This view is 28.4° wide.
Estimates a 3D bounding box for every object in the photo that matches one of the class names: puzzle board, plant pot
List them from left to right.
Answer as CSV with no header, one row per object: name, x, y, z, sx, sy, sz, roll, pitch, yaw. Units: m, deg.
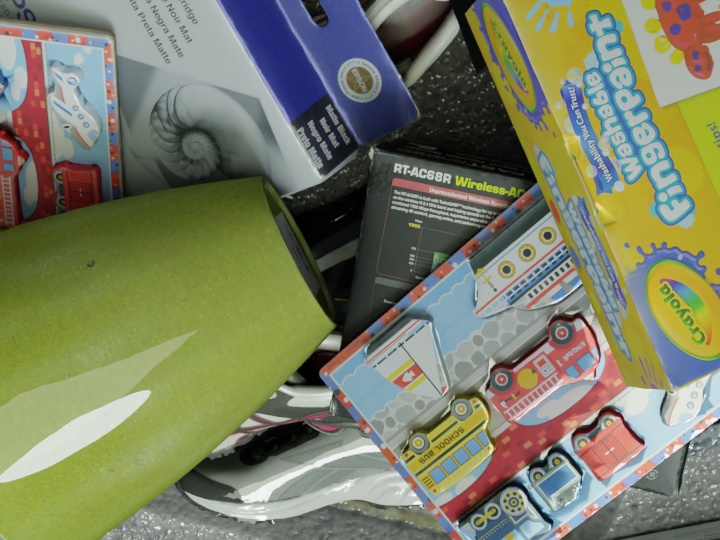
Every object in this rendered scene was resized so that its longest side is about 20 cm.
puzzle board,-0.215,-0.057,0.848,0.149,0.017,0.201,7,127,4
plant pot,-0.121,0.033,0.794,0.199,0.187,0.188,-28,112,5
puzzle board,0.095,0.050,0.737,0.200,0.017,0.151,-41,90,16

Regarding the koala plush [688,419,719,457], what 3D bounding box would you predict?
koala plush,0.216,-0.017,0.855,0.183,0.177,0.201,-27,90,41

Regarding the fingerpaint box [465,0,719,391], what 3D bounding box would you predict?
fingerpaint box,0.166,-0.069,0.669,0.166,0.073,0.201,-25,90,-7

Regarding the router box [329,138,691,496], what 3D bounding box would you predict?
router box,0.092,0.022,0.775,0.198,0.062,0.151,13,103,11

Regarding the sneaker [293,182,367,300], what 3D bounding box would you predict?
sneaker,0.000,0.000,0.902,0.199,0.072,0.083,-25,114,7

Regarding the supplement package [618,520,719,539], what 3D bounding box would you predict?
supplement package,0.235,0.297,0.973,0.149,0.200,0.153,-11,114,1

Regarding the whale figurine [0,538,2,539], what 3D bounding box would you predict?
whale figurine,-0.312,0.163,0.933,0.198,0.104,0.161,3,113,-5

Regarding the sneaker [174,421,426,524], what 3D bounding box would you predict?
sneaker,-0.028,0.121,0.958,0.198,0.074,0.080,-7,103,-6

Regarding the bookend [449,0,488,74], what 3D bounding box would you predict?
bookend,0.141,-0.137,0.752,0.197,0.092,0.202,-23,90,-8

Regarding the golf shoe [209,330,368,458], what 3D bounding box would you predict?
golf shoe,-0.069,0.066,0.894,0.198,0.078,0.088,-8,156,5

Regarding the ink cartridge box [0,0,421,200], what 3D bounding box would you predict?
ink cartridge box,-0.095,-0.127,0.809,0.199,0.041,0.201,-20,110,33

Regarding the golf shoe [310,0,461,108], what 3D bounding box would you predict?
golf shoe,-0.013,-0.119,0.843,0.200,0.088,0.077,-43,111,15
